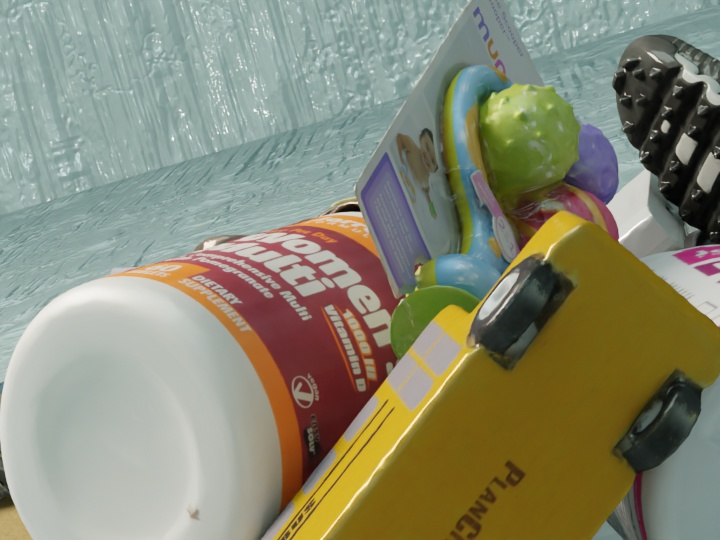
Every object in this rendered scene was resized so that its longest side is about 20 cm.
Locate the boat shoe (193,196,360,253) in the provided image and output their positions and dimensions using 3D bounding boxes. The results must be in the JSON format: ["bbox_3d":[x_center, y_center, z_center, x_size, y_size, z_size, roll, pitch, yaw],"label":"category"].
[{"bbox_3d":[0.000,0.000,0.983,0.071,0.060,0.199,-8,5,37],"label":"boat shoe"}]

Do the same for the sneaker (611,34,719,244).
[{"bbox_3d":[0.197,-0.038,0.993,0.090,0.200,0.067,-39,-18,-38],"label":"sneaker"}]

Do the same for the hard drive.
[{"bbox_3d":[0.058,0.035,1.029,0.200,0.026,0.132,-42,3,13],"label":"hard drive"}]

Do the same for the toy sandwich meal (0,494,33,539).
[{"bbox_3d":[-0.084,0.121,0.898,0.204,0.071,0.205,-16,8,2],"label":"toy sandwich meal"}]

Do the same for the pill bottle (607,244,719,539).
[{"bbox_3d":[0.129,0.052,0.781,0.112,0.114,0.200,-17,9,-4],"label":"pill bottle"}]

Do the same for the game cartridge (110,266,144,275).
[{"bbox_3d":[-0.025,0.015,1.158,0.199,0.042,0.133,0,4,44],"label":"game cartridge"}]

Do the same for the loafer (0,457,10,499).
[{"bbox_3d":[-0.134,0.109,1.048,0.198,0.073,0.063,-5,4,17],"label":"loafer"}]

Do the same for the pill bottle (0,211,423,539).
[{"bbox_3d":[-0.021,0.040,0.805,0.109,0.111,0.199,-10,5,35],"label":"pill bottle"}]

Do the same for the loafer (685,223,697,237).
[{"bbox_3d":[0.229,-0.014,1.225,0.198,0.063,0.072,-17,51,8],"label":"loafer"}]

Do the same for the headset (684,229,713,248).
[{"bbox_3d":[0.188,-0.003,1.066,0.200,0.094,0.123,-42,21,-30],"label":"headset"}]

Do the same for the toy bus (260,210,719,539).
[{"bbox_3d":[0.018,0.078,0.680,0.200,0.065,0.078,-52,10,0],"label":"toy bus"}]

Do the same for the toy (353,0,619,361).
[{"bbox_3d":[0.060,-0.022,0.810,0.047,0.116,0.200,-14,21,26],"label":"toy"}]

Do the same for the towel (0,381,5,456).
[{"bbox_3d":[-0.078,0.054,0.994,0.198,0.022,0.147,-8,4,5],"label":"towel"}]
